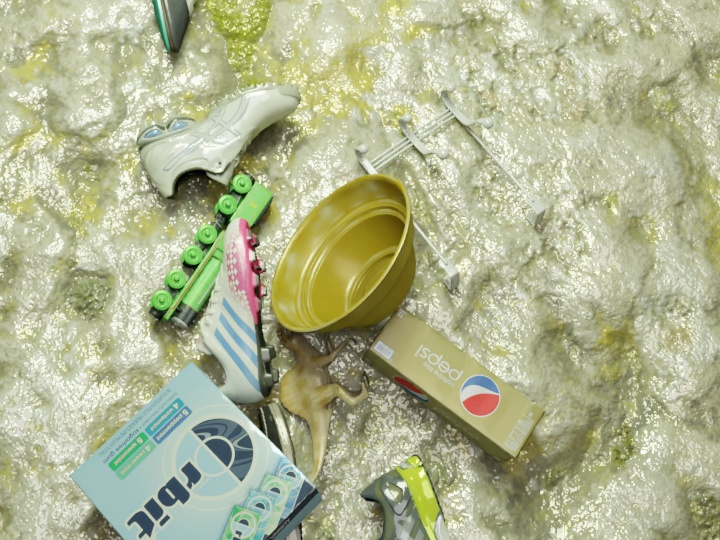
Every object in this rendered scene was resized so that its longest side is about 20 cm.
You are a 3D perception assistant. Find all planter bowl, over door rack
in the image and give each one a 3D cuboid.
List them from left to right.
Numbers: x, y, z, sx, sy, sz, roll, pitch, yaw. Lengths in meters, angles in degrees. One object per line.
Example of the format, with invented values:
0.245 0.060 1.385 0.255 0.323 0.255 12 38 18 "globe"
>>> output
0.000 0.000 1.162 0.083 0.199 0.202 40 72 -34 "planter bowl"
0.108 -0.104 1.232 0.147 0.067 0.201 -34 82 -13 "over door rack"

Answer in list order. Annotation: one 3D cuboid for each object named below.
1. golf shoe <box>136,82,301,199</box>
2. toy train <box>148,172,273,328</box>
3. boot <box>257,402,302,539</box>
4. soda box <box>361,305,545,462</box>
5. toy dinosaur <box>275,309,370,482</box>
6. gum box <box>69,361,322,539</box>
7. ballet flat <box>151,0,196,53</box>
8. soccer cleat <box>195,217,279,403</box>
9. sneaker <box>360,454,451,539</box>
-0.152 -0.145 1.208 0.198 0.078 0.098 -22 78 -2 "golf shoe"
-0.167 -0.021 1.194 0.056 0.042 0.201 34 74 -8 "toy train"
-0.139 0.246 1.115 0.148 0.073 0.203 -4 82 -8 "boot"
0.101 0.127 1.172 0.199 0.068 0.064 37 74 3 "soda box"
-0.040 0.137 1.170 0.100 0.058 0.202 -16 70 5 "toy dinosaur"
-0.166 0.219 1.066 0.170 0.045 0.200 -44 63 -15 "gum box"
-0.229 -0.356 1.254 0.072 0.073 0.202 -19 77 -11 "ballet flat"
-0.143 0.046 1.152 0.085 0.070 0.203 -7 87 4 "soccer cleat"
0.062 0.305 1.129 0.080 0.074 0.202 -20 72 -4 "sneaker"
